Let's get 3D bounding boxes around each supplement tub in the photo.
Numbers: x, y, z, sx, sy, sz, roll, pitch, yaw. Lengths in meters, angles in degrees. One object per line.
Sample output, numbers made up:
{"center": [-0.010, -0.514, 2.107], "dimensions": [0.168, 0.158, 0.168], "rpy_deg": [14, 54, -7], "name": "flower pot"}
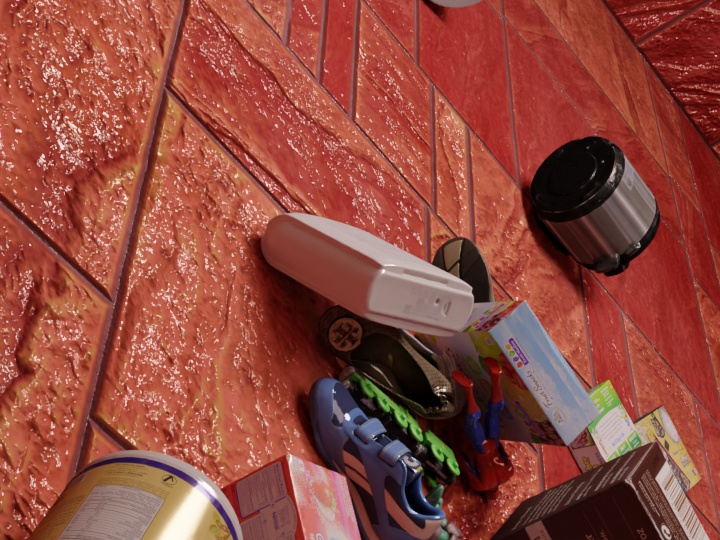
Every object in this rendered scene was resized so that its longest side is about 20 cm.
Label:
{"center": [-0.172, 0.230, 1.042], "dimensions": [0.146, 0.145, 0.200], "rpy_deg": [54, 24, -13], "name": "supplement tub"}

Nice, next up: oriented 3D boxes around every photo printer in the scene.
{"center": [0.000, 0.000, 1.634], "dimensions": [0.166, 0.070, 0.200], "rpy_deg": [14, 10, -47], "name": "photo printer"}

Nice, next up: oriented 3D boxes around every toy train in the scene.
{"center": [0.041, 0.170, 1.675], "dimensions": [0.200, 0.042, 0.057], "rpy_deg": [44, 18, -32], "name": "toy train"}

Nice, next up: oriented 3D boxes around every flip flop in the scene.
{"center": [0.153, 0.054, 1.995], "dimensions": [0.201, 0.081, 0.058], "rpy_deg": [63, 6, 3], "name": "flip flop"}

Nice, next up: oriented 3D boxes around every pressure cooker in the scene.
{"center": [0.393, -0.097, 2.505], "dimensions": [0.200, 0.176, 0.179], "rpy_deg": [45, -6, -36], "name": "pressure cooker"}

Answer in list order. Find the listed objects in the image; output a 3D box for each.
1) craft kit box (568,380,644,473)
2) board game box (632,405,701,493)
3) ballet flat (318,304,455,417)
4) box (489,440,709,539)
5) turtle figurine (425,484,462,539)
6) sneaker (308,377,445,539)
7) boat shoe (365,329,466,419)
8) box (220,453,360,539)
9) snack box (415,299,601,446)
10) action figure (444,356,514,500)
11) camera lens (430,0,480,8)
{"center": [0.368, 0.272, 2.213], "dimensions": [0.198, 0.048, 0.200], "rpy_deg": [65, 23, 3], "name": "craft kit box"}
{"center": [0.469, 0.293, 2.401], "dimensions": [0.136, 0.035, 0.200], "rpy_deg": [64, 23, 8], "name": "board game box"}
{"center": [0.034, 0.104, 1.666], "dimensions": [0.200, 0.067, 0.046], "rpy_deg": [40, 14, -29], "name": "ballet flat"}
{"center": [0.284, 0.328, 1.780], "dimensions": [0.166, 0.199, 0.164], "rpy_deg": [60, 24, 1], "name": "box"}
{"center": [0.134, 0.320, 1.608], "dimensions": [0.200, 0.101, 0.150], "rpy_deg": [46, -10, -2], "name": "turtle figurine"}
{"center": [0.017, 0.191, 1.546], "dimensions": [0.201, 0.082, 0.074], "rpy_deg": [61, 26, 4], "name": "sneaker"}
{"center": [0.069, 0.113, 1.760], "dimensions": [0.202, 0.065, 0.075], "rpy_deg": [35, 34, -43], "name": "boat shoe"}
{"center": [-0.053, 0.271, 1.289], "dimensions": [0.095, 0.102, 0.201], "rpy_deg": [29, 38, -50], "name": "box"}
{"center": [0.171, 0.122, 1.815], "dimensions": [0.169, 0.068, 0.200], "rpy_deg": [55, -19, -10], "name": "snack box"}
{"center": [0.135, 0.179, 1.788], "dimensions": [0.099, 0.065, 0.201], "rpy_deg": [-129, -157, -53], "name": "action figure"}
{"center": [0.158, -0.561, 2.591], "dimensions": [0.160, 0.160, 0.201], "rpy_deg": [42, 30, -36], "name": "camera lens"}
